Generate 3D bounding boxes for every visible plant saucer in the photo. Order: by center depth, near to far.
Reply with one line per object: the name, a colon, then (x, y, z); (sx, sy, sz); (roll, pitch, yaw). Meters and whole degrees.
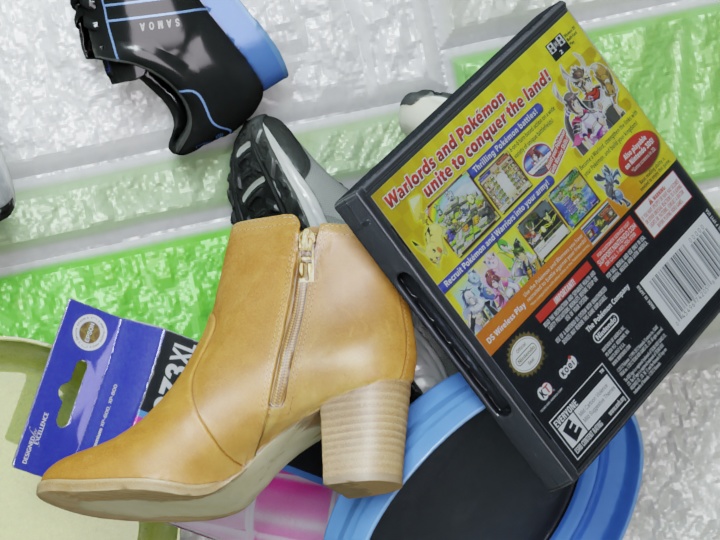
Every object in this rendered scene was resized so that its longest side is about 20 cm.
plant saucer: (-0.195, 0.134, 1.359); (0.198, 0.031, 0.202); (-1, 94, -10)

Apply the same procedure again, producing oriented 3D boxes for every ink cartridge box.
ink cartridge box: (-0.077, 0.092, 1.353); (0.199, 0.037, 0.095); (22, 81, -20)

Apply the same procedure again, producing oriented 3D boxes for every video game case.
video game case: (0.100, -0.017, 1.309); (0.181, 0.025, 0.200); (53, 50, -8)

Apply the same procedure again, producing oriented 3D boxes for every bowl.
bowl: (0.062, 0.133, 1.348); (0.200, 0.039, 0.202); (-24, 133, -28)

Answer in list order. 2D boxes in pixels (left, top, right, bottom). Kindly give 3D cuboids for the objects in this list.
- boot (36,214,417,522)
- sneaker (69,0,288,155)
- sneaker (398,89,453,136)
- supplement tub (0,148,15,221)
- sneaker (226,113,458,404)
boot: (-0.068, 0.048, 1.291); (0.200, 0.071, 0.145); (-7, 71, 13)
sneaker: (-0.126, -0.152, 1.331); (0.078, 0.070, 0.200); (-42, 100, -10)
sneaker: (0.084, -0.009, 1.378); (0.200, 0.070, 0.094); (42, 81, -13)
supplement tub: (-0.284, -0.051, 1.283); (0.199, 0.122, 0.123); (-20, 98, -9)
sneaker: (0.000, 0.000, 1.366); (0.079, 0.074, 0.201); (-35, 88, -33)
